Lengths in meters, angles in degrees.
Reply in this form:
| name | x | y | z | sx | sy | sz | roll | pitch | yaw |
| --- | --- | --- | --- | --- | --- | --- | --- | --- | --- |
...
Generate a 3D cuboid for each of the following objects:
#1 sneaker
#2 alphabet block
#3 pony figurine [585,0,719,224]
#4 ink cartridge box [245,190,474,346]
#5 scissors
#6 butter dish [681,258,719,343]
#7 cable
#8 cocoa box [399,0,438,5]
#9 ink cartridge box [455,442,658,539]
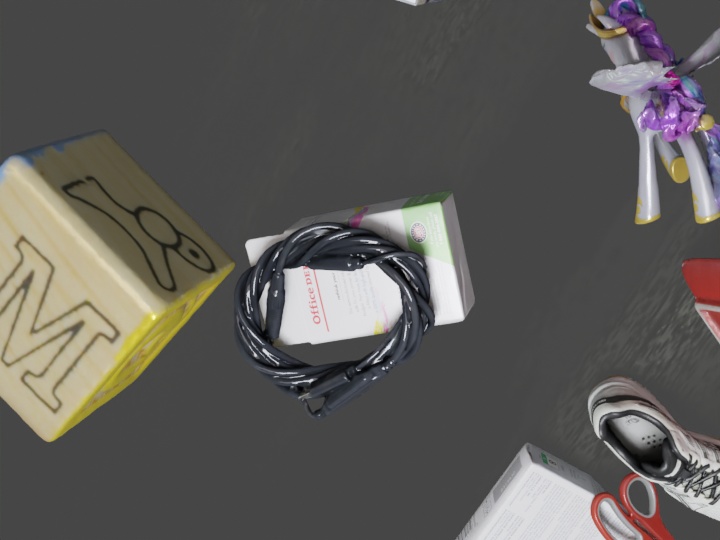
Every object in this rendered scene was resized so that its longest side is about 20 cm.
| name | x | y | z | sx | sy | sz | roll | pitch | yaw |
| --- | --- | --- | --- | --- | --- | --- | --- | --- | --- |
| sneaker | 0.293 | 0.182 | 1.114 | 0.199 | 0.088 | 0.076 | 33 | 108 | 4 |
| alphabet block | -0.277 | 0.008 | 1.173 | 0.200 | 0.195 | 0.196 | 45 | 112 | 2 |
| pony figurine | 0.260 | -0.143 | 1.001 | 0.165 | 0.193 | 0.202 | -22 | 98 | -14 |
| ink cartridge box | 0.000 | 0.000 | 1.159 | 0.198 | 0.067 | 0.118 | -9 | 102 | 17 |
| scissors | 0.298 | 0.280 | 1.155 | 0.073 | 0.014 | 0.201 | -41 | 97 | -17 |
| butter dish | 0.395 | 0.040 | 1.018 | 0.147 | 0.199 | 0.201 | -37 | 93 | -3 |
| cable | -0.024 | 0.034 | 1.118 | 0.200 | 0.051 | 0.164 | -39 | 88 | 24 |
| cocoa box | 0.029 | -0.344 | 1.030 | 0.132 | 0.131 | 0.202 | 19 | 108 | 9 |
| ink cartridge box | 0.205 | 0.283 | 1.196 | 0.199 | 0.050 | 0.162 | 28 | 110 | -12 |
